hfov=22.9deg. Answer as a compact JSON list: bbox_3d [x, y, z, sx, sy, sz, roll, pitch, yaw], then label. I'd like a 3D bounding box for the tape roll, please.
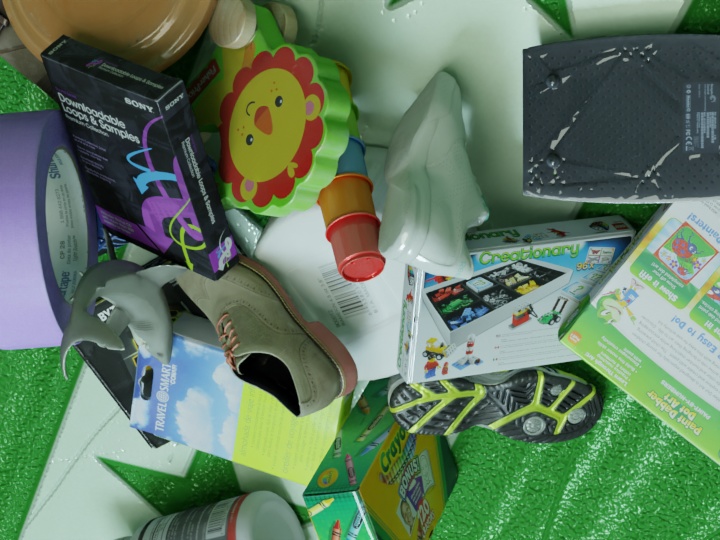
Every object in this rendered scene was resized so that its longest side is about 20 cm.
[{"bbox_3d":[-0.277,-0.035,1.509,0.065,0.200,0.200,-5,116,5],"label":"tape roll"}]

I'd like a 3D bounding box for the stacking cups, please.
[{"bbox_3d":[-0.016,-0.080,1.488,0.060,0.200,0.061,-10,150,-6],"label":"stacking cups"}]

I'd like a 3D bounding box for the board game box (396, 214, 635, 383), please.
[{"bbox_3d":[0.132,0.024,1.517,0.200,0.035,0.126,-6,121,-19],"label":"board game box"}]

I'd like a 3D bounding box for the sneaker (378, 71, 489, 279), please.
[{"bbox_3d":[0.070,-0.074,1.471,0.088,0.200,0.075,24,141,-17],"label":"sneaker"}]

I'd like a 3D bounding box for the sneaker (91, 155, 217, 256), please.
[{"bbox_3d":[-0.219,-0.059,1.646,0.200,0.078,0.070,-24,106,6],"label":"sneaker"}]

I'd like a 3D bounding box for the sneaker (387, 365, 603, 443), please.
[{"bbox_3d":[0.122,0.105,1.604,0.200,0.076,0.076,7,115,-11],"label":"sneaker"}]

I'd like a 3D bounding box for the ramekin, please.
[{"bbox_3d":[0.000,0.000,1.578,0.200,0.098,0.201,8,119,15],"label":"ramekin"}]

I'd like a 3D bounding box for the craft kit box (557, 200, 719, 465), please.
[{"bbox_3d":[0.303,0.040,1.491,0.200,0.049,0.198,38,101,-3],"label":"craft kit box"}]

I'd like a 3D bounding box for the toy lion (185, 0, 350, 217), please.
[{"bbox_3d":[-0.094,-0.121,1.502,0.200,0.069,0.192,-43,57,33],"label":"toy lion"}]

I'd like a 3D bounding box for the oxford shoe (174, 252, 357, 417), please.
[{"bbox_3d":[-0.096,0.049,1.529,0.200,0.075,0.071,36,136,21],"label":"oxford shoe"}]

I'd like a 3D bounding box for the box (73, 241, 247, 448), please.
[{"bbox_3d":[-0.166,0.065,1.701,0.200,0.049,0.160,-27,107,29],"label":"box"}]

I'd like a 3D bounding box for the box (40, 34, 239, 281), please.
[{"bbox_3d":[-0.185,-0.093,1.495,0.143,0.036,0.200,23,142,34],"label":"box"}]

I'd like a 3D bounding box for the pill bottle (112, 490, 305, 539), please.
[{"bbox_3d":[-0.163,0.296,1.784,0.200,0.116,0.116,-18,110,27],"label":"pill bottle"}]

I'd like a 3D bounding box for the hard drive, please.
[{"bbox_3d":[0.231,-0.122,1.438,0.200,0.042,0.135,0,92,20],"label":"hard drive"}]

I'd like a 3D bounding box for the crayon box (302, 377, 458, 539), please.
[{"bbox_3d":[0.022,0.194,1.614,0.058,0.200,0.119,-9,114,25],"label":"crayon box"}]

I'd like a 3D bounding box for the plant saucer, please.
[{"bbox_3d":[-0.215,-0.258,1.503,0.200,0.032,0.201,0,90,15],"label":"plant saucer"}]

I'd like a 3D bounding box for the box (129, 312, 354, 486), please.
[{"bbox_3d":[-0.110,0.119,1.653,0.200,0.048,0.122,17,121,10],"label":"box"}]

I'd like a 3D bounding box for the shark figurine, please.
[{"bbox_3d":[-0.193,0.018,1.514,0.089,0.214,0.128,-12,87,13],"label":"shark figurine"}]

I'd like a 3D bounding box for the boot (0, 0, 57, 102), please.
[{"bbox_3d":[-0.248,-0.245,1.556,0.200,0.070,0.146,-33,92,19],"label":"boot"}]
